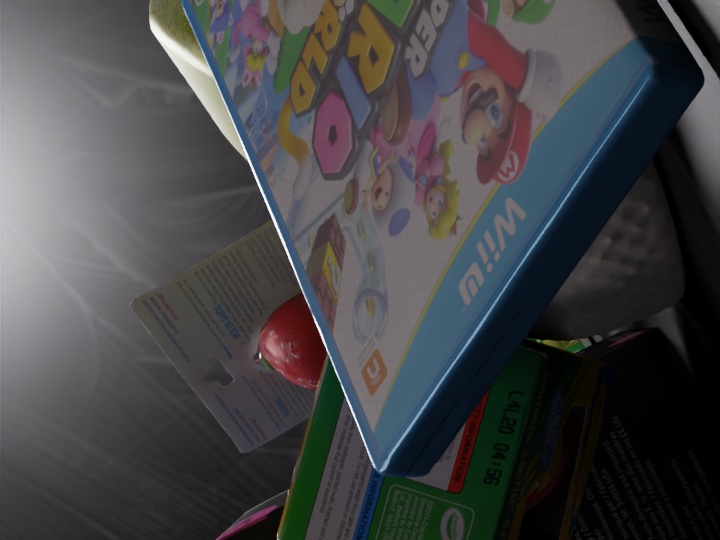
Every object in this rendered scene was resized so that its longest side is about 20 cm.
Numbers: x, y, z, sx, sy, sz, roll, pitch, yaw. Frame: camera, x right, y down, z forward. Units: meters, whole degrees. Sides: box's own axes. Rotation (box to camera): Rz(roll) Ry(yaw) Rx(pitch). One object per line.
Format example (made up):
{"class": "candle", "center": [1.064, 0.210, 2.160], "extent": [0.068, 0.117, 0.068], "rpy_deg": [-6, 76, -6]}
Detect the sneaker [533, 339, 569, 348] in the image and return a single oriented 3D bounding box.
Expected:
{"class": "sneaker", "center": [0.048, -0.039, 1.054], "extent": [0.074, 0.083, 0.200], "rpy_deg": [58, -172, -77]}

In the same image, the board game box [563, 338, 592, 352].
{"class": "board game box", "center": [0.156, 0.132, 1.129], "extent": [0.134, 0.034, 0.200], "rpy_deg": [-113, -2, -66]}

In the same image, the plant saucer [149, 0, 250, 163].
{"class": "plant saucer", "center": [-0.035, -0.136, 0.741], "extent": [0.200, 0.048, 0.200], "rpy_deg": [59, -145, -76]}

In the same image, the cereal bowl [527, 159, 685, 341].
{"class": "cereal bowl", "center": [0.029, -0.061, 0.642], "extent": [0.200, 0.083, 0.200], "rpy_deg": [64, -179, -3]}

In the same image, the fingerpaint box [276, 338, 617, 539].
{"class": "fingerpaint box", "center": [0.021, 0.117, 0.666], "extent": [0.167, 0.073, 0.200], "rpy_deg": [18, -92, -75]}

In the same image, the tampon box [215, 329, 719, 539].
{"class": "tampon box", "center": [0.055, 0.124, 0.829], "extent": [0.150, 0.200, 0.126], "rpy_deg": [53, -168, -86]}

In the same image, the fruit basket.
{"class": "fruit basket", "center": [0.000, 0.000, 0.937], "extent": [0.094, 0.200, 0.185], "rpy_deg": [64, -178, 30]}

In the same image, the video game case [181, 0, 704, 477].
{"class": "video game case", "center": [0.009, -0.065, 0.525], "extent": [0.143, 0.018, 0.200], "rpy_deg": [-58, 41, 35]}
